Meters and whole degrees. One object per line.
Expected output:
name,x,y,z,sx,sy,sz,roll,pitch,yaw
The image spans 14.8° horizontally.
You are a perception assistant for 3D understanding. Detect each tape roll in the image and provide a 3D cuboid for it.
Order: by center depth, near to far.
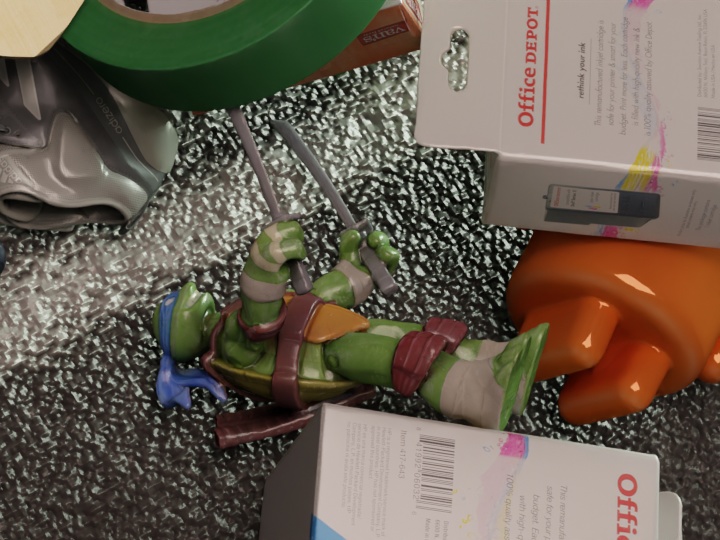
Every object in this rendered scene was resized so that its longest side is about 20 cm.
tape roll,-0.070,-0.178,1.387,0.200,0.048,0.200,-11,62,21

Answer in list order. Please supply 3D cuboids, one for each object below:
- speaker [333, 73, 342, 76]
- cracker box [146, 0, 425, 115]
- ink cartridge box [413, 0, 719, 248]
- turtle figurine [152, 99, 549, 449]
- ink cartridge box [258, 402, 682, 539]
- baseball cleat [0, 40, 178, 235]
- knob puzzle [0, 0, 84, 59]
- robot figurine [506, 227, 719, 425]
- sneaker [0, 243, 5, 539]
speaker,0.010,-0.204,1.547,0.088,0.088,0.200,33,61,-3
cracker box,-0.049,-0.195,1.458,0.134,0.058,0.200,-16,66,12
ink cartridge box,0.126,-0.081,1.427,0.200,0.067,0.117,6,58,-2
turtle figurine,0.000,0.000,1.404,0.194,0.144,0.200,18,66,10
ink cartridge box,0.057,0.159,1.374,0.200,0.125,0.129,11,65,-12
baseball cleat,-0.191,-0.091,1.433,0.200,0.070,0.106,30,57,-4
knob puzzle,-0.201,-0.195,1.359,0.220,0.030,0.220,1,88,-14
robot figurine,0.152,-0.014,1.494,0.144,0.117,0.200,22,60,13
sneaker,-0.200,0.085,1.341,0.146,0.077,0.202,33,70,10
